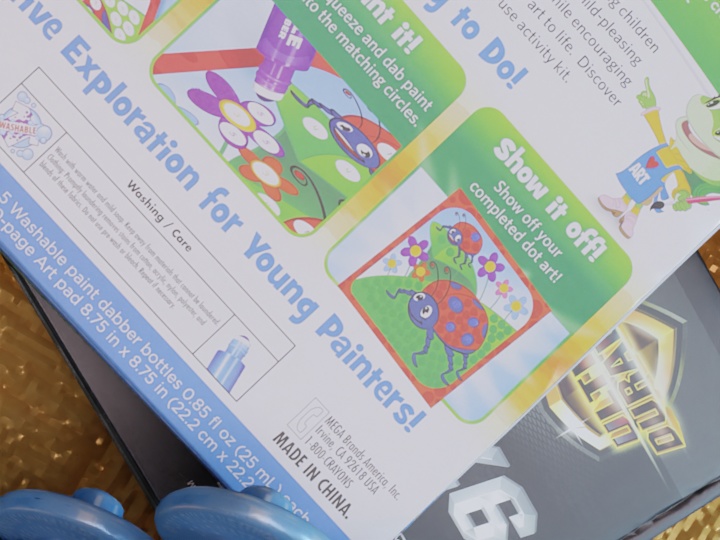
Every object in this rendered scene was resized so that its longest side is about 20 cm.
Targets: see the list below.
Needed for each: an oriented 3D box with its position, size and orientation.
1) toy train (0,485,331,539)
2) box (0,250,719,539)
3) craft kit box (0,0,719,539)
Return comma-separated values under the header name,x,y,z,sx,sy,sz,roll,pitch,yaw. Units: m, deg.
name,x,y,z,sx,sy,sz,roll,pitch,yaw
toy train,-0.058,0.107,0.728,0.114,0.200,0.087,45,56,-41
box,0.000,0.000,0.790,0.159,0.046,0.200,-31,103,-7
craft kit box,-0.005,-0.059,0.735,0.198,0.049,0.200,-42,102,-3
